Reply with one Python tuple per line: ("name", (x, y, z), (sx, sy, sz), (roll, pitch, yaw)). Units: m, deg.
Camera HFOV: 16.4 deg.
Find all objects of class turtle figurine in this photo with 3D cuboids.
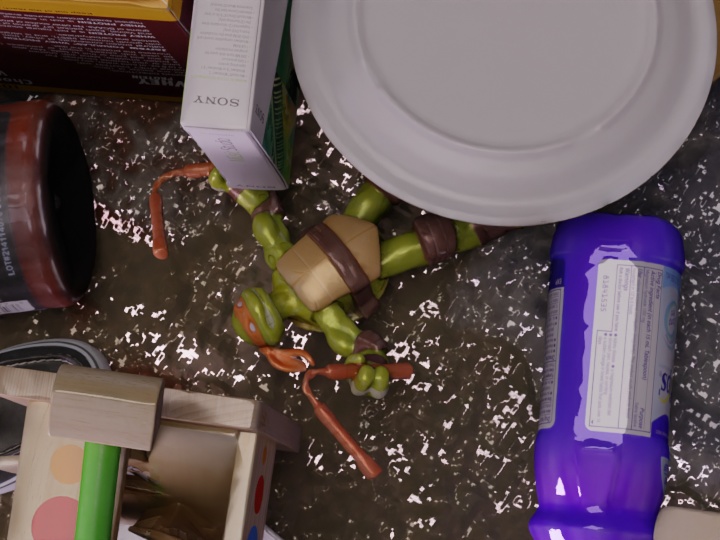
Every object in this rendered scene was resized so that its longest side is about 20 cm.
("turtle figurine", (0.000, 0.000, 1.231), (0.161, 0.064, 0.200), (-34, 62, -7))

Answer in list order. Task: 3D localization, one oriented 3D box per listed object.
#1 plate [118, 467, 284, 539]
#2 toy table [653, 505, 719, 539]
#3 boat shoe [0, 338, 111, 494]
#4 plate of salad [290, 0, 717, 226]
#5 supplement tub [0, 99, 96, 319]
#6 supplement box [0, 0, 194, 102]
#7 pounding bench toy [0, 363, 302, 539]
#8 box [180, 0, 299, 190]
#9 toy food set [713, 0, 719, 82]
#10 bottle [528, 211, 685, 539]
("plate", (-0.100, 0.207, 1.234), (0.200, 0.032, 0.200), (39, 90, 12))
("toy table", (0.209, 0.173, 1.108), (0.183, 0.200, 0.118), (7, 79, 21))
("boat shoe", (-0.220, 0.089, 1.258), (0.199, 0.057, 0.069), (-24, 78, 5))
("plate of salad", (0.067, -0.110, 1.167), (0.199, 0.048, 0.201), (0, 68, -1))
("supplement tub", (-0.240, -0.024, 1.254), (0.199, 0.107, 0.107), (-6, 81, 9))
("supplement box", (-0.157, -0.171, 1.214), (0.196, 0.200, 0.133), (5, 82, 10))
("pounding bench toy", (-0.112, 0.130, 1.128), (0.124, 0.200, 0.157), (7, 82, 9))
("box", (-0.046, -0.148, 1.166), (0.036, 0.144, 0.201), (6, 82, 6))
("toy food set", (0.078, -0.153, 1.237), (0.199, 0.049, 0.198), (-23, 71, -10))
("bottle", (0.117, 0.075, 1.192), (0.065, 0.084, 0.201), (4, 81, 9))
